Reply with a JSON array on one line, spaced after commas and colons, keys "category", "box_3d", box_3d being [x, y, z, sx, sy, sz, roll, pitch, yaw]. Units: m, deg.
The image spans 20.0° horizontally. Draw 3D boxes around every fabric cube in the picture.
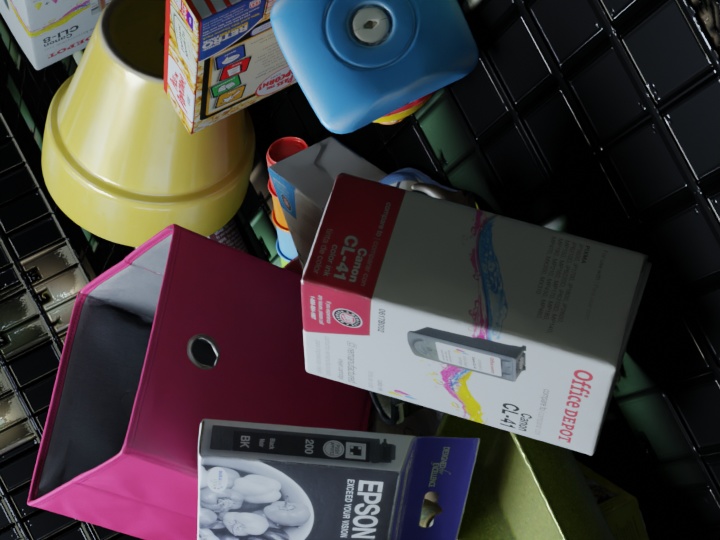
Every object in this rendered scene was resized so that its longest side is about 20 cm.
[{"category": "fabric cube", "box_3d": [-0.122, 0.109, 1.638, 0.200, 0.199, 0.196, -30, 43, 55]}]

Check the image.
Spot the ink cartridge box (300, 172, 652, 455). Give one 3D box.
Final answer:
[{"category": "ink cartridge box", "box_3d": [0.068, 0.029, 1.281, 0.200, 0.086, 0.148, 17, 154, 8]}]

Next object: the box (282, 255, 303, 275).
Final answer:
[{"category": "box", "box_3d": [-0.038, 0.099, 1.864, 0.200, 0.095, 0.103, 50, 151, -1]}]

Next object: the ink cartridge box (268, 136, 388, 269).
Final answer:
[{"category": "ink cartridge box", "box_3d": [0.000, 0.000, 1.728, 0.116, 0.067, 0.200, 38, 152, 56]}]

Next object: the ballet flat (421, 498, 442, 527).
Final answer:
[{"category": "ballet flat", "box_3d": [0.104, 0.281, 1.899, 0.200, 0.071, 0.071, 58, 165, 22]}]

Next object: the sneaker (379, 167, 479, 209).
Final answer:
[{"category": "sneaker", "box_3d": [0.032, -0.026, 1.540, 0.074, 0.082, 0.200, 64, 167, -14]}]

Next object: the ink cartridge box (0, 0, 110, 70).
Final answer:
[{"category": "ink cartridge box", "box_3d": [-0.300, -0.325, 2.039, 0.145, 0.145, 0.200, 59, 166, 15]}]

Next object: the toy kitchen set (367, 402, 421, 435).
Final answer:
[{"category": "toy kitchen set", "box_3d": [0.027, 0.180, 1.735, 0.200, 0.180, 0.163, -41, 35, 43]}]

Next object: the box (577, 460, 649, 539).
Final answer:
[{"category": "box", "box_3d": [0.152, 0.181, 1.552, 0.200, 0.050, 0.075, 31, 143, 64]}]

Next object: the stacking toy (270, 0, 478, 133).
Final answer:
[{"category": "stacking toy", "box_3d": [0.015, -0.139, 1.402, 0.110, 0.116, 0.200, 64, 180, 12]}]

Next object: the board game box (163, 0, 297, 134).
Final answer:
[{"category": "board game box", "box_3d": [-0.063, -0.182, 1.451, 0.046, 0.151, 0.200, 59, 165, 13]}]

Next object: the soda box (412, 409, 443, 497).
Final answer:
[{"category": "soda box", "box_3d": [0.079, 0.115, 1.666, 0.068, 0.063, 0.200, 56, 164, 25]}]

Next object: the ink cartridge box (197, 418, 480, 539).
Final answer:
[{"category": "ink cartridge box", "box_3d": [-0.022, 0.184, 1.507, 0.198, 0.200, 0.043, 96, 177, -51]}]

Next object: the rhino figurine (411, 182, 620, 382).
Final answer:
[{"category": "rhino figurine", "box_3d": [0.088, 0.017, 1.405, 0.200, 0.087, 0.060, 57, 164, 20]}]

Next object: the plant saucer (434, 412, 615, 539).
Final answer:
[{"category": "plant saucer", "box_3d": [0.121, 0.176, 1.469, 0.200, 0.048, 0.200, 105, 144, -59]}]

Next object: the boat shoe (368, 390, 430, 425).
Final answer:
[{"category": "boat shoe", "box_3d": [0.015, 0.044, 1.442, 0.076, 0.060, 0.200, 52, 172, 44]}]

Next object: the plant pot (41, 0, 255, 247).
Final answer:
[{"category": "plant pot", "box_3d": [-0.188, -0.154, 1.901, 0.201, 0.201, 0.189, 55, 148, 27]}]

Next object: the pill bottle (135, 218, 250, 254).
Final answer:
[{"category": "pill bottle", "box_3d": [-0.178, -0.008, 2.251, 0.200, 0.114, 0.114, 66, 166, -10]}]

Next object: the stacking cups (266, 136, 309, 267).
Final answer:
[{"category": "stacking cups", "box_3d": [-0.051, -0.041, 1.881, 0.061, 0.060, 0.200, 51, 156, 40]}]
